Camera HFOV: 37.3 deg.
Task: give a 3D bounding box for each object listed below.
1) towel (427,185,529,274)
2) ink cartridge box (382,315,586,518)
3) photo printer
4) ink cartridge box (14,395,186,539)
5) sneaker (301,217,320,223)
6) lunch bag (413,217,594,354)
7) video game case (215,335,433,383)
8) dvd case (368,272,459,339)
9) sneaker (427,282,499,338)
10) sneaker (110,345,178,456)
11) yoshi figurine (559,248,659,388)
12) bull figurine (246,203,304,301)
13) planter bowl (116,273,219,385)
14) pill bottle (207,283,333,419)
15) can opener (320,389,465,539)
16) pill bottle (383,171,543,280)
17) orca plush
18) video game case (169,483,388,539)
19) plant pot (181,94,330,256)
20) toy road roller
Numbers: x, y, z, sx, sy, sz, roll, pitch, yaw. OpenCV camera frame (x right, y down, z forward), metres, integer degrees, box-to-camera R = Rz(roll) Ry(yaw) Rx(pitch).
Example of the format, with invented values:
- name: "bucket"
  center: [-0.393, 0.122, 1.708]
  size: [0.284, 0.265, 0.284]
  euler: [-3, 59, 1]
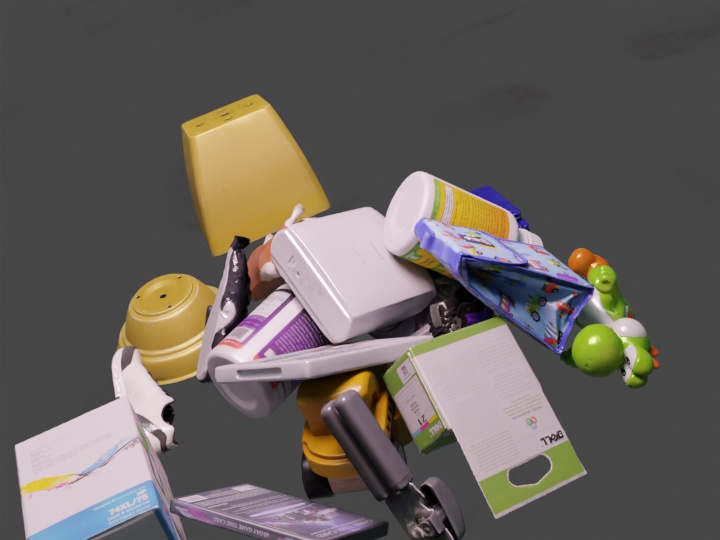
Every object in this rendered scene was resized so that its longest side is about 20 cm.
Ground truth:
- name: "towel"
  center: [0.130, -0.064, 1.549]
  size: [0.197, 0.050, 0.148]
  euler: [-20, 34, -12]
- name: "ink cartridge box"
  center: [0.136, 0.169, 1.186]
  size: [0.146, 0.076, 0.202]
  euler: [-15, 69, -34]
- name: "photo printer"
  center: [0.000, 0.000, 1.396]
  size: [0.198, 0.070, 0.167]
  euler: [-15, 61, -46]
- name: "ink cartridge box"
  center: [-0.285, 0.277, 1.195]
  size: [0.144, 0.149, 0.200]
  euler: [-24, 36, -9]
- name: "sneaker"
  center: [-0.022, -0.034, 1.571]
  size: [0.090, 0.077, 0.200]
  euler: [-14, 24, -20]
- name: "lunch bag"
  center: [0.153, 0.001, 1.280]
  size: [0.197, 0.095, 0.151]
  euler: [22, 13, -23]
- name: "video game case"
  center: [-0.042, 0.105, 1.253]
  size: [0.198, 0.024, 0.180]
  euler: [-7, -2, -42]
- name: "dvd case"
  center: [0.058, 0.039, 1.486]
  size: [0.147, 0.016, 0.199]
  euler: [-32, 38, -20]
- name: "sneaker"
  center: [0.108, 0.089, 1.311]
  size: [0.069, 0.100, 0.201]
  euler: [-14, 29, 34]
- name: "sneaker"
  center: [-0.284, 0.175, 1.408]
  size: [0.079, 0.075, 0.201]
  euler: [-15, 43, -6]
- name: "yoshi figurine"
  center: [0.282, 0.061, 1.290]
  size: [0.111, 0.113, 0.201]
  euler: [-26, 37, 5]
- name: "bull figurine"
  center: [-0.115, -0.019, 1.522]
  size: [0.199, 0.065, 0.122]
  euler: [-30, 23, 55]
- name: "planter bowl"
  center: [-0.271, 0.064, 1.532]
  size: [0.196, 0.084, 0.202]
  euler: [-12, 35, 8]
- name: "pill bottle"
  center: [-0.098, 0.089, 1.400]
  size: [0.110, 0.113, 0.200]
  euler: [16, 46, 38]
- name: "can opener"
  center: [0.038, 0.212, 1.135]
  size: [0.053, 0.202, 0.067]
  euler: [-36, -3, 41]
- name: "pill bottle"
  center: [0.139, -0.043, 1.405]
  size: [0.197, 0.112, 0.112]
  euler: [22, 27, -22]
- name: "orca plush"
  center: [-0.165, 0.057, 1.450]
  size: [0.070, 0.204, 0.105]
  euler: [13, -8, -22]
- name: "video game case"
  center: [-0.087, 0.268, 1.160]
  size: [0.197, 0.019, 0.142]
  euler: [9, 1, 30]
- name: "plant pot"
  center: [-0.183, -0.164, 1.684]
  size: [0.197, 0.179, 0.200]
  euler: [-22, 21, -8]
- name: "toy road roller"
  center: [-0.010, 0.157, 1.240]
  size: [0.120, 0.148, 0.202]
  euler: [-8, 36, 12]
